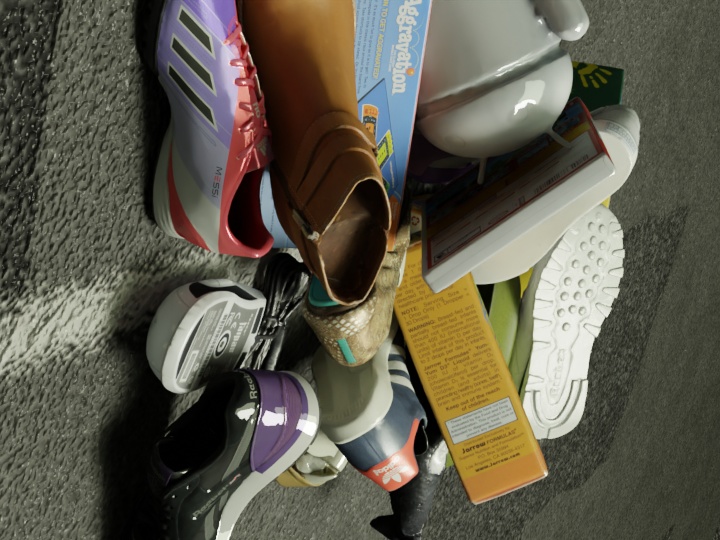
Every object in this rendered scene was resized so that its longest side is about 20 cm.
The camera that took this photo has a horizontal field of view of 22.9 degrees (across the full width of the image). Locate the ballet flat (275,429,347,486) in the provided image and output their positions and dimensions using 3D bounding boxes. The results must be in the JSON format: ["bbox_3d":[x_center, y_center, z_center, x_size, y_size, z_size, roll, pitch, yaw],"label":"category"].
[{"bbox_3d":[-0.041,0.131,1.335,0.069,0.063,0.200,-63,157,-9],"label":"ballet flat"}]

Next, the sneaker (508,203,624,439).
[{"bbox_3d":[0.154,0.034,1.455,0.076,0.081,0.201,11,104,-22],"label":"sneaker"}]

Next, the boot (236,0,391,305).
[{"bbox_3d":[-0.020,-0.093,1.043,0.155,0.073,0.200,-114,-165,-55],"label":"boot"}]

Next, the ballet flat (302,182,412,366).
[{"bbox_3d":[0.000,0.000,1.242,0.200,0.070,0.065,-68,147,-56],"label":"ballet flat"}]

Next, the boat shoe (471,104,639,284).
[{"bbox_3d":[0.135,-0.061,1.360,0.200,0.072,0.069,-45,-175,38],"label":"boat shoe"}]

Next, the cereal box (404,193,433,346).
[{"bbox_3d":[0.044,0.035,1.466,0.144,0.039,0.201,-12,122,-62],"label":"cereal box"}]

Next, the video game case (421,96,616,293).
[{"bbox_3d":[0.104,-0.056,1.226,0.143,0.017,0.200,-34,-168,11],"label":"video game case"}]

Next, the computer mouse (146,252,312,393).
[{"bbox_3d":[-0.094,0.036,1.161,0.110,0.044,0.200,-65,163,5],"label":"computer mouse"}]

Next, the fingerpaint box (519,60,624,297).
[{"bbox_3d":[0.178,-0.054,1.555,0.167,0.073,0.200,-75,173,-45],"label":"fingerpaint box"}]

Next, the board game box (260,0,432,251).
[{"bbox_3d":[-0.016,-0.103,1.142,0.019,0.103,0.201,-104,-161,-57],"label":"board game box"}]

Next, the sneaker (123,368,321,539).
[{"bbox_3d":[-0.118,0.139,1.148,0.087,0.076,0.200,15,115,-53],"label":"sneaker"}]

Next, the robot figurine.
[{"bbox_3d":[0.070,-0.161,1.180,0.113,0.169,0.200,-32,100,-50],"label":"robot figurine"}]

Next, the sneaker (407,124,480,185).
[{"bbox_3d":[0.088,-0.093,1.409,0.200,0.080,0.089,-32,146,-56],"label":"sneaker"}]

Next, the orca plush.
[{"bbox_3d":[0.029,0.128,1.428,0.105,0.071,0.200,-108,-151,-55],"label":"orca plush"}]

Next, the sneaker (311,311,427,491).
[{"bbox_3d":[0.013,0.097,1.316,0.085,0.075,0.200,54,17,-17],"label":"sneaker"}]

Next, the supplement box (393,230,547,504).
[{"bbox_3d":[0.075,0.068,1.332,0.067,0.069,0.200,-85,152,-82],"label":"supplement box"}]

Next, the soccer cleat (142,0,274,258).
[{"bbox_3d":[-0.080,-0.097,1.025,0.068,0.073,0.200,-41,146,-45],"label":"soccer cleat"}]

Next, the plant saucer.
[{"bbox_3d":[0.097,0.074,1.486,0.200,0.031,0.201,-165,-90,-86],"label":"plant saucer"}]
